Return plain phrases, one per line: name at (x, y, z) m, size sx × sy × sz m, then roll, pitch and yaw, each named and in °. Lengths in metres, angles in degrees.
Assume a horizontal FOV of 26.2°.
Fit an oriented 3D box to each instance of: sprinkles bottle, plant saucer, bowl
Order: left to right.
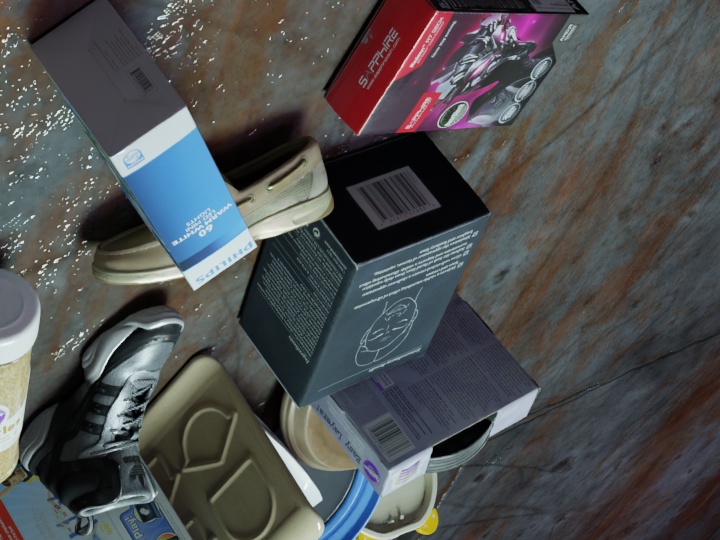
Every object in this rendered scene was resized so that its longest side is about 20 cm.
sprinkles bottle at (-0.279, 0.084, 1.143) m, size 0.068 × 0.068 × 0.201 m, roll -22°, pitch 151°, yaw -31°
bowl at (-0.060, 0.242, 1.674) m, size 0.199 × 0.039 × 0.202 m, roll -23°, pitch 130°, yaw -30°
plant saucer at (0.009, 0.125, 1.574) m, size 0.199 × 0.029 × 0.202 m, roll -20°, pitch 130°, yaw -26°

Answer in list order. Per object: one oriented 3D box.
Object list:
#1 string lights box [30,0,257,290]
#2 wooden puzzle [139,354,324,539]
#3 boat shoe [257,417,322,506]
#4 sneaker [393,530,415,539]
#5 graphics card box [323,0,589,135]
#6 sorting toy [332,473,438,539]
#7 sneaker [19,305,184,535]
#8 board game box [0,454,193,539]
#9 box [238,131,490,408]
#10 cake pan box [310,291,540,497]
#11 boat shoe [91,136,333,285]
string lights box at (-0.136, -0.078, 1.017) m, size 0.059 × 0.103 × 0.200 m, roll -35°, pitch 155°, yaw -7°
wooden puzzle at (-0.136, 0.208, 1.388) m, size 0.185 × 0.200 × 0.046 m, roll -47°, pitch 154°, yaw 19°
boat shoe at (-0.103, 0.190, 1.505) m, size 0.068 × 0.072 × 0.200 m, roll -42°, pitch 143°, yaw -5°
sneaker at (0.021, 0.394, 2.022) m, size 0.199 × 0.116 × 0.076 m, roll -9°, pitch 143°, yaw -46°
graphics card box at (0.078, -0.170, 1.214) m, size 0.199 × 0.051 × 0.126 m, roll -10°, pitch 143°, yaw -48°
sorting toy at (-0.018, 0.305, 1.876) m, size 0.199 × 0.108 × 0.180 m, roll -11°, pitch 163°, yaw -45°
sneaker at (-0.194, 0.128, 1.278) m, size 0.200 × 0.114 × 0.075 m, roll -48°, pitch 154°, yaw 20°
board game box at (-0.247, 0.255, 1.321) m, size 0.195 × 0.201 × 0.056 m, roll -28°, pitch 155°, yaw -20°
box at (0.000, 0.000, 1.330) m, size 0.148 × 0.107 × 0.201 m, roll -21°, pitch 150°, yaw -33°
cake pan box at (0.041, 0.093, 1.435) m, size 0.183 × 0.200 × 0.053 m, roll -27°, pitch 151°, yaw -28°
boat shoe at (-0.114, -0.046, 1.160) m, size 0.199 × 0.072 × 0.066 m, roll -22°, pitch 115°, yaw -23°
